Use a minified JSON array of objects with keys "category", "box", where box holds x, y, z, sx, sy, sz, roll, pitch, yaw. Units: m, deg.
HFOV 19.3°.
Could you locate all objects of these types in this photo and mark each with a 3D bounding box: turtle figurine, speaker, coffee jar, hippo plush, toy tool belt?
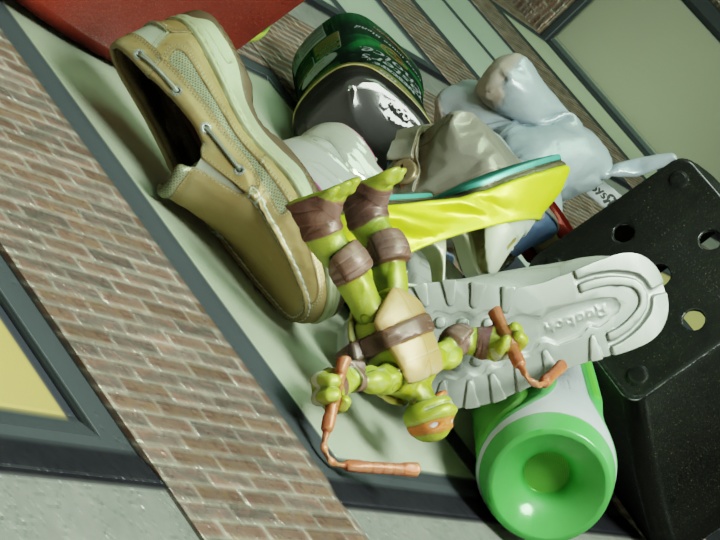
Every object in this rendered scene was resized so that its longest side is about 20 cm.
[{"category":"turtle figurine","box":[0.024,0.027,1.163,0.200,0.064,0.162,-17,85,-42]},{"category":"speaker","box":[0.109,0.092,1.306,0.088,0.088,0.200,44,14,-13]},{"category":"coffee jar","box":[0.001,-0.123,1.601,0.104,0.085,0.200,43,14,-17]},{"category":"hippo plush","box":[0.127,-0.065,1.796,0.200,0.159,0.161,36,42,0]},{"category":"toy tool belt","box":[0.071,-0.030,1.503,0.125,0.123,0.200,61,11,27]}]

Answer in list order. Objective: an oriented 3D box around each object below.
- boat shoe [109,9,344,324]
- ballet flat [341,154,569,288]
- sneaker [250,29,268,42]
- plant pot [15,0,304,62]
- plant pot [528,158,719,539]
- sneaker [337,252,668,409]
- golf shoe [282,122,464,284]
[{"category":"boat shoe","box":[-0.083,-0.051,1.204,0.076,0.072,0.200,-21,73,-38]},{"category":"ballet flat","box":[0.051,-0.022,1.278,0.200,0.067,0.067,-13,87,-36]},{"category":"sneaker","box":[-0.112,-0.234,1.577,0.074,0.084,0.200,52,15,22]},{"category":"plant pot","box":[-0.127,-0.238,1.340,0.176,0.200,0.200,48,8,-49]},{"category":"plant pot","box":[0.223,0.044,1.464,0.200,0.199,0.177,56,0,32]},{"category":"sneaker","box":[0.080,0.034,1.256,0.080,0.200,0.077,-162,-115,-74]},{"category":"golf shoe","box":[0.000,0.000,1.311,0.091,0.075,0.200,-17,65,-49]}]
